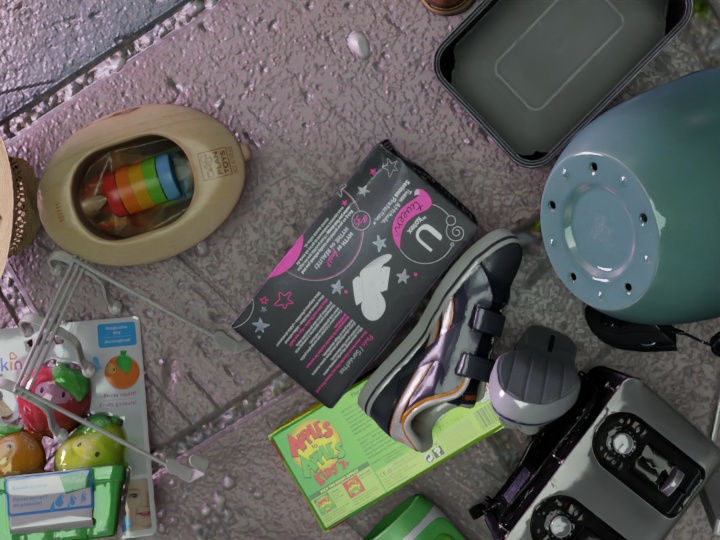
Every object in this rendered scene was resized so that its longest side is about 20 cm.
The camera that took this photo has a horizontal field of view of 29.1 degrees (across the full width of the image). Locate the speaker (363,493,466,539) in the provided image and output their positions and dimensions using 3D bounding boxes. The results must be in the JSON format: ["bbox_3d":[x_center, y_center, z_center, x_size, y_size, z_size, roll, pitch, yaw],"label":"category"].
[{"bbox_3d":[0.089,0.299,1.233,0.088,0.088,0.200,-40,89,8],"label":"speaker"}]

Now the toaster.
[{"bbox_3d":[0.195,0.183,1.169,0.118,0.200,0.181,38,89,0],"label":"toaster"}]

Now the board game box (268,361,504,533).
[{"bbox_3d":[0.028,0.138,1.247,0.199,0.048,0.102,-32,89,7],"label":"board game box"}]

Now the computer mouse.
[{"bbox_3d":[0.268,0.064,1.166,0.199,0.059,0.034,17,67,46],"label":"computer mouse"}]

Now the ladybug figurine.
[{"bbox_3d":[-0.190,-0.077,1.246,0.198,0.072,0.137,-13,93,7],"label":"ladybug figurine"}]

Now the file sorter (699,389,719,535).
[{"bbox_3d":[0.394,0.156,1.155,0.197,0.139,0.126,8,99,6],"label":"file sorter"}]

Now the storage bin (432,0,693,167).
[{"bbox_3d":[0.170,-0.196,1.187,0.200,0.094,0.135,-45,88,8],"label":"storage bin"}]

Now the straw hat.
[{"bbox_3d":[-0.334,-0.057,1.253,0.200,0.085,0.204,3,94,42],"label":"straw hat"}]

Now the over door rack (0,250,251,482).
[{"bbox_3d":[-0.210,0.089,1.227,0.198,0.067,0.149,24,58,-10],"label":"over door rack"}]

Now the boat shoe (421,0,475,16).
[{"bbox_3d":[0.060,-0.324,1.203,0.071,0.068,0.203,-14,92,7],"label":"boat shoe"}]

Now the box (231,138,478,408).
[{"bbox_3d":[0.000,0.000,1.200,0.114,0.132,0.200,40,97,-1],"label":"box"}]

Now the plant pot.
[{"bbox_3d":[0.241,-0.047,1.106,0.160,0.200,0.203,-17,92,-36],"label":"plant pot"}]

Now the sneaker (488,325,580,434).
[{"bbox_3d":[0.144,0.105,1.158,0.072,0.200,0.072,21,105,13],"label":"sneaker"}]

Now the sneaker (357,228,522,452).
[{"bbox_3d":[0.086,0.063,1.168,0.079,0.078,0.201,43,105,28],"label":"sneaker"}]

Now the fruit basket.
[{"bbox_3d":[-0.282,0.148,1.254,0.183,0.094,0.203,-4,85,-8],"label":"fruit basket"}]
